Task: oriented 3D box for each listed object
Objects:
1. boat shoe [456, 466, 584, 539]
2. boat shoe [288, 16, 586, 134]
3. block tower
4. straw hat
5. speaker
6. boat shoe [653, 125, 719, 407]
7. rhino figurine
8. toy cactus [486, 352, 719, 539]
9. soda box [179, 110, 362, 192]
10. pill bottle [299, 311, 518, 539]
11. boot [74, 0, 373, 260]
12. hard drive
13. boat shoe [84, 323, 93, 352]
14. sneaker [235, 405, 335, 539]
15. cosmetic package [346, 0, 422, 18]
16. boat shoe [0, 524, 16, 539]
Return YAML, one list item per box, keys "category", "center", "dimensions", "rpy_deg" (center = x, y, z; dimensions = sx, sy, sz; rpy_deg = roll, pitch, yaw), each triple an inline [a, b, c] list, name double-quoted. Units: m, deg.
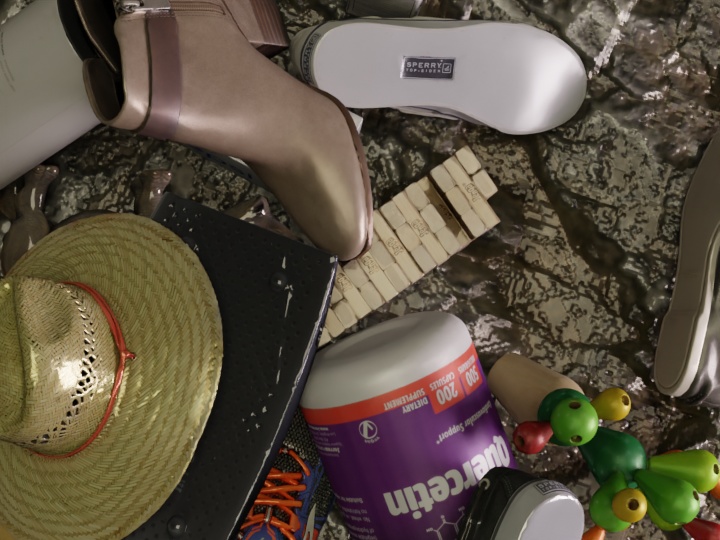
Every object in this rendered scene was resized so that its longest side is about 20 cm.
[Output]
- category: "boat shoe"
  center: [0.062, 0.205, 0.763]
  dimensions: [0.068, 0.057, 0.201]
  rpy_deg: [25, 89, -39]
- category: "boat shoe"
  center: [0.050, -0.130, 0.890]
  dimensions: [0.199, 0.066, 0.072]
  rpy_deg: [-2, 109, -22]
- category: "block tower"
  center: [0.000, 0.000, 0.885]
  dimensions: [0.200, 0.058, 0.054]
  rpy_deg: [-35, 87, -3]
- category: "straw hat"
  center: [-0.177, 0.053, 0.765]
  dimensions: [0.200, 0.085, 0.202]
  rpy_deg: [-8, 72, 27]
- category: "speaker"
  center: [-0.222, -0.093, 0.826]
  dimensions: [0.199, 0.081, 0.081]
  rpy_deg: [-29, 87, 24]
- category: "boat shoe"
  center: [0.243, -0.008, 0.896]
  dimensions: [0.057, 0.067, 0.201]
  rpy_deg: [15, 90, -17]
- category: "rhino figurine"
  center: [-0.137, -0.018, 0.875]
  dimensions: [0.199, 0.060, 0.088]
  rpy_deg: [3, 88, 2]
- category: "toy cactus"
  center: [0.140, 0.114, 0.850]
  dimensions: [0.165, 0.200, 0.103]
  rpy_deg: [38, 99, 41]
- category: "soda box"
  center: [-0.099, -0.111, 0.882]
  dimensions: [0.199, 0.068, 0.064]
  rpy_deg: [28, 85, 0]
- category: "pill bottle"
  center: [0.042, 0.133, 0.839]
  dimensions: [0.112, 0.112, 0.201]
  rpy_deg: [-22, 98, -4]
- category: "boot"
  center: [-0.083, -0.091, 0.775]
  dimensions: [0.070, 0.146, 0.201]
  rpy_deg: [-37, 71, 37]
- category: "hard drive"
  center: [-0.097, 0.068, 0.800]
  dimensions: [0.134, 0.042, 0.201]
  rpy_deg: [20, 85, 22]
- category: "boat shoe"
  center: [-0.143, 0.126, 0.867]
  dimensions: [0.073, 0.063, 0.203]
  rpy_deg: [-5, 85, -19]
- category: "sneaker"
  center: [-0.056, 0.167, 0.858]
  dimensions: [0.075, 0.078, 0.201]
  rpy_deg: [12, 85, -2]
- category: "cosmetic package"
  center: [0.043, -0.265, 0.894]
  dimensions: [0.050, 0.083, 0.201]
  rpy_deg: [17, 86, -4]
- category: "boat shoe"
  center: [-0.255, 0.123, 0.853]
  dimensions: [0.200, 0.076, 0.072]
  rpy_deg: [35, 85, 0]
